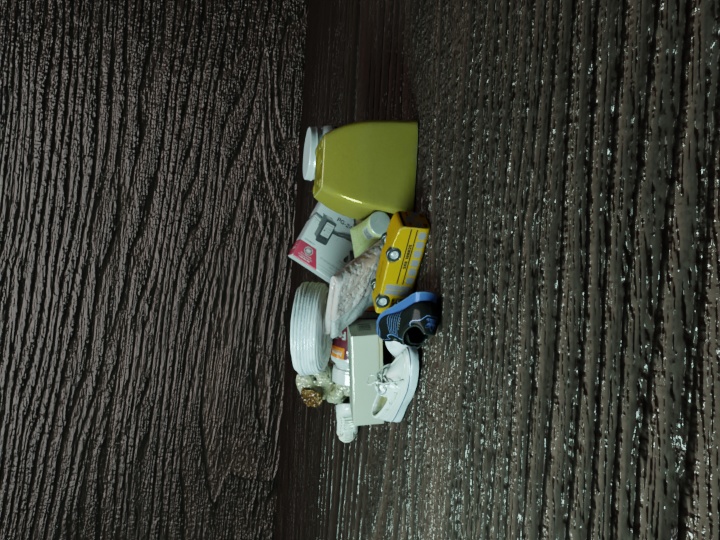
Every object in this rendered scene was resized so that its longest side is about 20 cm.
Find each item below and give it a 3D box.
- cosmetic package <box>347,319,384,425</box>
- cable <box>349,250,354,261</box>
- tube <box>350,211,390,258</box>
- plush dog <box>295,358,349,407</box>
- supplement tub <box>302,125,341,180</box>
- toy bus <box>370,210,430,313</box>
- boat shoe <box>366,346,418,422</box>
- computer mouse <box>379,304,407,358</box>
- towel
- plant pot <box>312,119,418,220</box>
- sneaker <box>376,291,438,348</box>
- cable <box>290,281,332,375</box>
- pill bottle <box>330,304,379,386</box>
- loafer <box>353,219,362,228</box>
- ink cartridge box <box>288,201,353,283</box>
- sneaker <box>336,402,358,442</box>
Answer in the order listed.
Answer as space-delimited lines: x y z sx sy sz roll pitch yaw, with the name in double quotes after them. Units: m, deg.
0.011 0.220 1.431 0.104 0.071 0.206 -112 19 -74 "cosmetic package"
0.000 0.000 1.525 0.200 0.049 0.099 -50 -62 -80 "cable"
0.012 -0.078 1.427 0.059 0.051 0.200 -59 9 -20 "tube"
-0.083 0.284 1.682 0.202 0.167 0.164 -104 24 -54 "plush dog"
-0.035 -0.274 1.593 0.140 0.194 0.145 -176 90 -77 "supplement tub"
0.074 -0.012 1.289 0.066 0.076 0.204 -107 24 -55 "toy bus"
0.055 0.222 1.281 0.076 0.084 0.205 -98 17 -44 "boat shoe"
0.066 0.109 1.363 0.202 0.043 0.112 -106 24 -57 "computer mouse"
0.005 0.029 1.376 0.032 0.199 0.194 36 142 22 "towel"
0.001 -0.215 1.414 0.194 0.194 0.201 165 109 -76 "plant pot"
0.081 0.108 1.205 0.200 0.068 0.080 133 144 -58 "sneaker"
-0.105 0.128 1.430 0.202 0.067 0.204 -77 -12 -57 "cable"
-0.012 0.161 1.540 0.114 0.111 0.206 -152 67 -76 "pill bottle"
0.012 -0.088 1.542 0.068 0.075 0.202 -42 38 20 "loafer"
-0.073 -0.088 1.677 0.203 0.143 0.083 -60 10 -9 "ink cartridge box"
-0.025 0.382 1.645 0.201 0.071 0.087 97 169 -67 "sneaker"
